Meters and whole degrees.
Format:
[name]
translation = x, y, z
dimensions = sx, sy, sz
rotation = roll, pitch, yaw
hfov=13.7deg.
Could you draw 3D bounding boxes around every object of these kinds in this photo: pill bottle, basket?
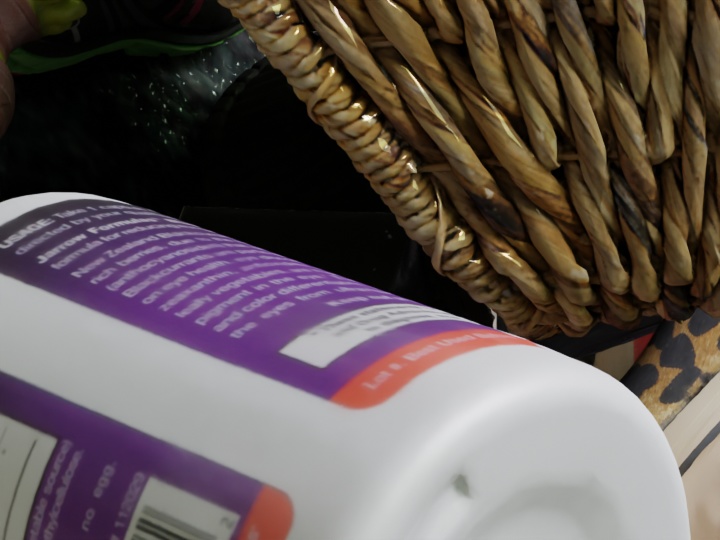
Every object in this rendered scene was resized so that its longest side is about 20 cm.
[pill bottle]
translation = -0.041, 0.047, 0.610
dimensions = 0.111, 0.200, 0.112
rotation = -19, 117, -41
[basket]
translation = 0.030, -0.061, 0.806
dimensions = 0.200, 0.148, 0.143
rotation = -101, -174, -66

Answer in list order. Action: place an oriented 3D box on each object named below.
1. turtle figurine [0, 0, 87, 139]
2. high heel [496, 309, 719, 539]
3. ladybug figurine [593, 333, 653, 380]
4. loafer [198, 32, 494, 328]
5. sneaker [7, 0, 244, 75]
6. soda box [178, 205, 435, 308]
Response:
[turtle figurine]
translation = -0.111, -0.016, 0.757
dimensions = 0.200, 0.064, 0.162
rotation = 45, 43, -42
[high heel]
translation = 0.110, 0.063, 0.838
dimensions = 0.071, 0.142, 0.201
rotation = 32, 43, -46
[ladybug figurine]
translation = 0.141, 0.068, 1.034
dimensions = 0.136, 0.072, 0.200
rotation = 40, 32, -25
[loafer]
translation = 0.000, 0.000, 0.901
dimensions = 0.200, 0.073, 0.071
rotation = -99, 162, -50
[sneaker]
translation = -0.056, -0.111, 0.916
dimensions = 0.077, 0.084, 0.200
rotation = 55, 29, 0
[soda box]
translation = -0.035, 0.071, 0.723
dimensions = 0.200, 0.070, 0.063
rotation = -69, 155, -45
